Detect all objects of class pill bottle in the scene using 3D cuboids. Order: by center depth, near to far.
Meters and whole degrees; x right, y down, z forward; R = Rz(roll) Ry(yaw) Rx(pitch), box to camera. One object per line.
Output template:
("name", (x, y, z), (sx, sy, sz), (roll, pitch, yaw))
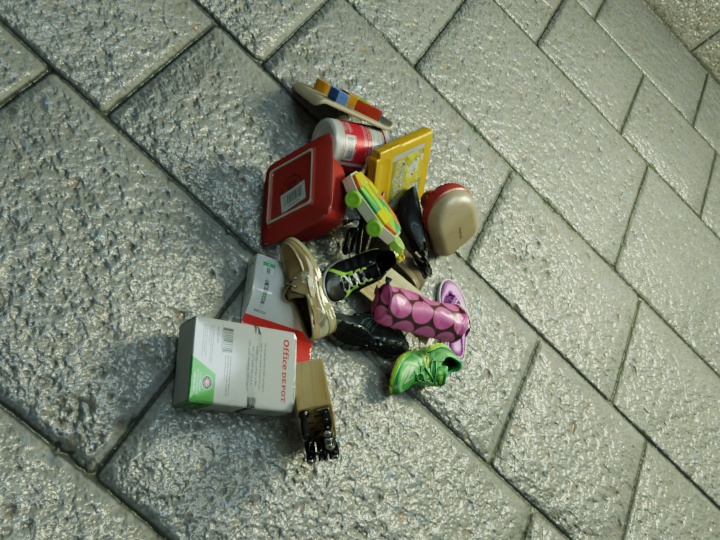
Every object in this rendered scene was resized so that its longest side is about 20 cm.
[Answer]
("pill bottle", (-0.003, -0.271, 1.788), (0.198, 0.112, 0.114), (3, 64, -35))

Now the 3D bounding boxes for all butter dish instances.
("butter dish", (-0.093, -0.140, 1.620), (0.147, 0.198, 0.202), (29, 50, -41))

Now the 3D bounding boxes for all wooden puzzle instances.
("wooden puzzle", (-0.036, -0.381, 1.798), (0.197, 0.047, 0.185), (13, 19, -28))

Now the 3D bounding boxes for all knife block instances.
("knife block", (-0.081, 0.242, 1.415), (0.063, 0.176, 0.203), (-9, 71, -5))

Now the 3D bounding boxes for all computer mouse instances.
("computer mouse", (0.118, -0.089, 1.791), (0.052, 0.139, 0.203), (-11, 73, 8))

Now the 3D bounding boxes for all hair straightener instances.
("hair straightener", (-0.010, -0.082, 1.695), (0.076, 0.041, 0.203), (17, 85, -5))

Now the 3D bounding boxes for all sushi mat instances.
("sushi mat", (0.082, 0.061, 1.689), (0.199, 0.012, 0.096), (39, 61, -3))

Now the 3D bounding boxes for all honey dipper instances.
("honey dipper", (-0.025, -0.163, 1.712), (0.038, 0.038, 0.202), (33, 76, -16))

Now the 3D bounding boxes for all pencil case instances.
("pencil case", (0.120, 0.084, 1.632), (0.198, 0.092, 0.094), (20, 15, -24))

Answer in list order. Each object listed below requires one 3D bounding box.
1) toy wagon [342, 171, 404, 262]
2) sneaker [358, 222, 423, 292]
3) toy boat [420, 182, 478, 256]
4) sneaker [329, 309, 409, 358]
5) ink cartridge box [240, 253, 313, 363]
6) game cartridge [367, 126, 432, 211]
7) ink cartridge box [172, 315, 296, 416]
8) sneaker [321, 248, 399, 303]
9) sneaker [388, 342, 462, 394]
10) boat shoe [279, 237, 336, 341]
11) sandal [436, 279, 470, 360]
("toy wagon", (0.036, -0.108, 1.605), (0.201, 0.039, 0.155), (53, 17, -4))
("sneaker", (0.068, -0.034, 1.759), (0.202, 0.070, 0.075), (57, 29, -1))
("toy boat", (0.185, -0.132, 1.816), (0.130, 0.200, 0.131), (-40, 65, -6))
("sneaker", (0.009, 0.120, 1.630), (0.198, 0.075, 0.080), (22, 41, -33))
("ink cartridge box", (-0.148, 0.084, 1.540), (0.159, 0.050, 0.203), (20, 54, -26))
("game cartridge", (0.084, -0.212, 1.792), (0.032, 0.178, 0.199), (28, 40, 29))
("ink cartridge box", (-0.218, 0.173, 1.407), (0.198, 0.084, 0.148), (14, 67, -31))
("sneaker", (0.000, 0.000, 1.605), (0.199, 0.082, 0.073), (-34, 105, -38))
("sneaker", (0.136, 0.204, 1.649), (0.198, 0.083, 0.075), (-20, 124, -40))
("boat shoe", (-0.111, 0.034, 1.518), (0.064, 0.071, 0.202), (-20, 82, -40))
("sandal", (0.218, 0.110, 1.789), (0.081, 0.050, 0.206), (16, 58, -29))
